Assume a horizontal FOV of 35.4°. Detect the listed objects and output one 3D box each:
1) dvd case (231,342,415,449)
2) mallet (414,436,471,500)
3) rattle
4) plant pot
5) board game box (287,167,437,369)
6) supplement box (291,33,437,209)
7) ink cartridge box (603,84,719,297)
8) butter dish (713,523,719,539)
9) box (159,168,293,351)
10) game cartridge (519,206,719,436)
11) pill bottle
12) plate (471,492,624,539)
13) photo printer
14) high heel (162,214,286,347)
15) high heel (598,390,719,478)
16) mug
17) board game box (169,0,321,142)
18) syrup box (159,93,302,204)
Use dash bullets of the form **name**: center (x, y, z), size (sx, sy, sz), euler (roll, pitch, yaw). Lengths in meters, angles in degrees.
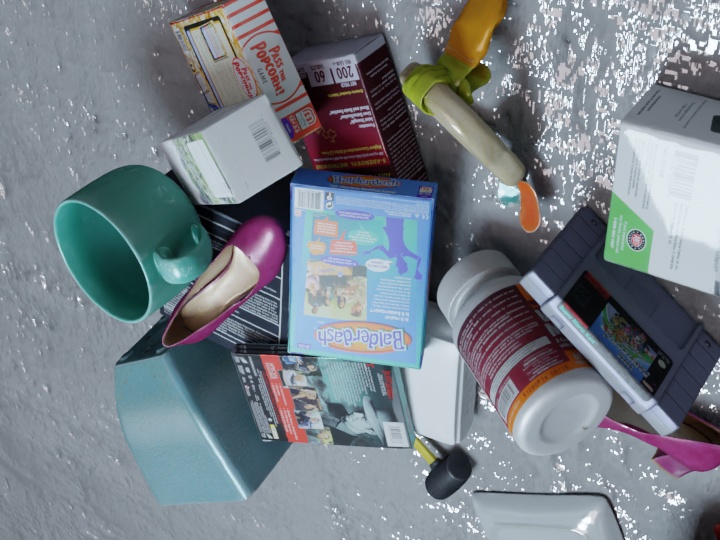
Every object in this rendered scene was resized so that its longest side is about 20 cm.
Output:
- **dvd case**: center (-0.042, 0.147, 1.315), size (0.196, 0.022, 0.148), euler (1, 129, 21)
- **mallet**: center (0.061, 0.195, 1.407), size (0.201, 0.041, 0.066), euler (52, 138, 2)
- **rattle**: center (0.142, -0.156, 1.095), size (0.199, 0.144, 0.130), euler (40, 171, -14)
- **plant pot**: center (-0.203, 0.158, 1.460), size (0.194, 0.197, 0.202), euler (-15, 114, 43)
- **board game box**: center (0.000, 0.000, 1.190), size (0.149, 0.045, 0.203), euler (7, 118, 7)
- **supplement box**: center (-0.001, -0.139, 1.198), size (0.107, 0.061, 0.203), euler (-2, 119, 38)
- **ink cartridge box**: center (0.324, -0.058, 0.979), size (0.197, 0.084, 0.148), euler (20, 130, 26)
- **butter dish**: center (0.380, 0.341, 1.185), size (0.197, 0.150, 0.199), euler (11, 168, 33)
- **box**: center (-0.132, -0.016, 1.342), size (0.197, 0.123, 0.201), euler (24, 133, 21)
- **game cartridge**: center (0.252, 0.046, 1.077), size (0.200, 0.130, 0.038), euler (46, 135, 0)
- **pill bottle**: center (0.159, 0.077, 1.133), size (0.201, 0.108, 0.111), euler (-121, 30, -41)
- **plate**: center (0.242, 0.363, 1.382), size (0.197, 0.032, 0.203), euler (-8, 114, 41)
- **photo printer**: center (0.039, 0.101, 1.323), size (0.197, 0.069, 0.169), euler (19, 130, 23)
- **high heel**: center (-0.148, 0.018, 1.223), size (0.067, 0.096, 0.200), euler (42, 136, 3)
- **high heel**: center (0.285, 0.139, 1.155), size (0.199, 0.068, 0.096), euler (41, 146, 0)
- **mug**: center (-0.232, -0.028, 1.234), size (0.184, 0.114, 0.153), euler (38, 140, 15)
- **board game box**: center (-0.127, -0.210, 1.197), size (0.199, 0.046, 0.153), euler (16, 133, 64)
- **syrup box**: center (-0.138, -0.121, 1.162), size (0.080, 0.081, 0.199), euler (62, 164, -13)
